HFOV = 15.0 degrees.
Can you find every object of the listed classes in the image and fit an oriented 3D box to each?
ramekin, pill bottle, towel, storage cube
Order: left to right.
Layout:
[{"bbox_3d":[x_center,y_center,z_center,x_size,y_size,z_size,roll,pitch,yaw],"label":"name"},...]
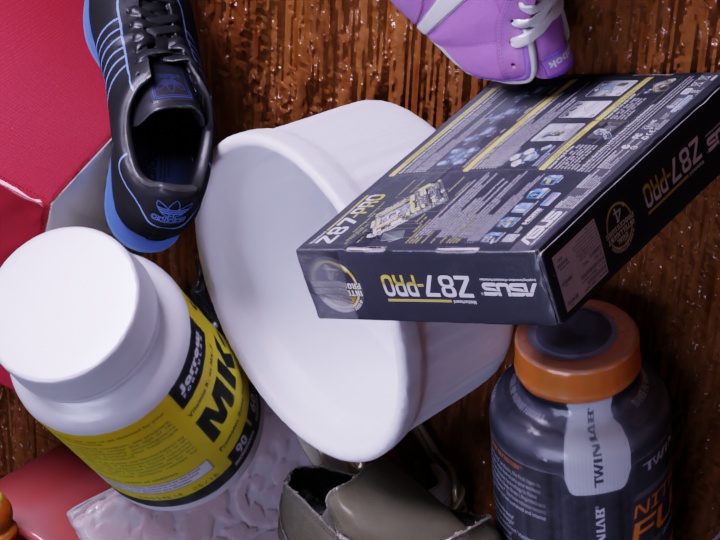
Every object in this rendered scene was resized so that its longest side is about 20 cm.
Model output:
[{"bbox_3d":[-0.229,-0.069,1.686,0.179,0.200,0.171,27,135,13],"label":"storage cube"},{"bbox_3d":[-0.138,0.058,1.607,0.114,0.115,0.200,23,166,26],"label":"pill bottle"},{"bbox_3d":[-0.070,0.187,1.750,0.032,0.200,0.192,11,129,61],"label":"towel"},{"bbox_3d":[0.000,0.000,1.577,0.200,0.097,0.201,38,141,39],"label":"ramekin"},{"bbox_3d":[0.128,0.115,1.586,0.106,0.106,0.201,18,132,29],"label":"pill bottle"}]

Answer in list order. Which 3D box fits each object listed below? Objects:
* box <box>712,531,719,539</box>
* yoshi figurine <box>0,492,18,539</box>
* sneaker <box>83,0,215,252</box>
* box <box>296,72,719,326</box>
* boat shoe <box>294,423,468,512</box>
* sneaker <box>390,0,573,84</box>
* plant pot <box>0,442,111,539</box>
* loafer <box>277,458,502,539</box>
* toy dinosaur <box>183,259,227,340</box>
[{"bbox_3d":[0.234,0.241,1.590,0.060,0.117,0.201,18,133,33],"label":"box"},{"bbox_3d":[-0.231,0.245,1.738,0.112,0.112,0.201,16,135,52],"label":"yoshi figurine"},{"bbox_3d":[-0.116,-0.114,1.578,0.078,0.070,0.201,136,130,-61],"label":"sneaker"},{"bbox_3d":[0.086,-0.040,1.427,0.161,0.200,0.049,3,121,39],"label":"box"},{"bbox_3d":[0.029,0.142,1.719,0.200,0.074,0.069,56,145,-8],"label":"boat shoe"},{"bbox_3d":[0.094,-0.162,1.432,0.114,0.073,0.200,50,150,-9],"label":"sneaker"},{"bbox_3d":[-0.168,0.196,1.851,0.200,0.177,0.201,22,133,25],"label":"plant pot"},{"bbox_3d":[0.009,0.152,1.631,0.200,0.075,0.070,0,107,52],"label":"loafer"},{"bbox_3d":[-0.102,0.046,1.756,0.200,0.047,0.089,-24,69,33],"label":"toy dinosaur"}]
